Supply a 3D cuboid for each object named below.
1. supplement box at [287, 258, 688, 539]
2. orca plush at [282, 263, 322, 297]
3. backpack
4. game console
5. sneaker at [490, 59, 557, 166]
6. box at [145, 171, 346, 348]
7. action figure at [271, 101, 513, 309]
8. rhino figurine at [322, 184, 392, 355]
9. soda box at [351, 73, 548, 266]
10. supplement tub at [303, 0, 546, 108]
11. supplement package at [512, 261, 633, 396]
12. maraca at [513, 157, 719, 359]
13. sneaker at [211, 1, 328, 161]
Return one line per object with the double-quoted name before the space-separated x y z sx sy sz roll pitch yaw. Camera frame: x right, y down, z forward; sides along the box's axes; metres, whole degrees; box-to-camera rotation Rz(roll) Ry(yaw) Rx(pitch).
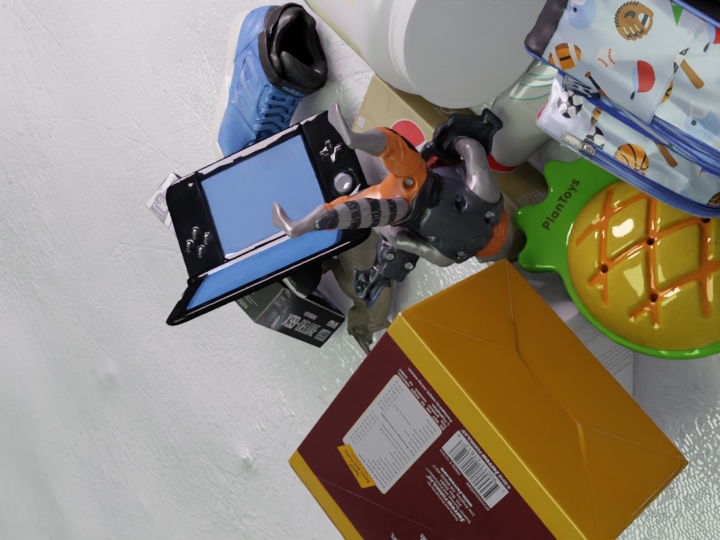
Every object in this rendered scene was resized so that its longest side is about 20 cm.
"supplement box" 0.085 0.143 0.706 0.198 0.132 0.200 50 133 17
"orca plush" -0.077 -0.046 1.010 0.105 0.071 0.200 39 -174 -22
"backpack" 0.211 -0.118 0.565 0.190 0.199 0.155 33 128 29
"game console" -0.095 -0.054 0.885 0.199 0.116 0.177 -23 73 9
"sneaker" 0.166 -0.143 0.733 0.080 0.070 0.201 50 135 17
"box" -0.123 -0.009 1.039 0.050 0.158 0.200 -48 63 5
"action figure" 0.033 -0.031 0.737 0.201 0.192 0.105 -63 30 29
"rhino figurine" 0.000 0.000 0.981 0.087 0.060 0.202 17 120 46
"soda box" 0.084 -0.094 0.847 0.200 0.064 0.068 47 135 24
"supplement tub" 0.041 -0.226 0.741 0.200 0.144 0.146 53 140 45
"supplement package" 0.151 0.108 0.813 0.119 0.121 0.202 13 114 43
"maraca" 0.205 -0.017 0.706 0.199 0.107 0.138 33 88 32
"sneaker" -0.088 -0.171 0.969 0.111 0.076 0.202 3 86 49
